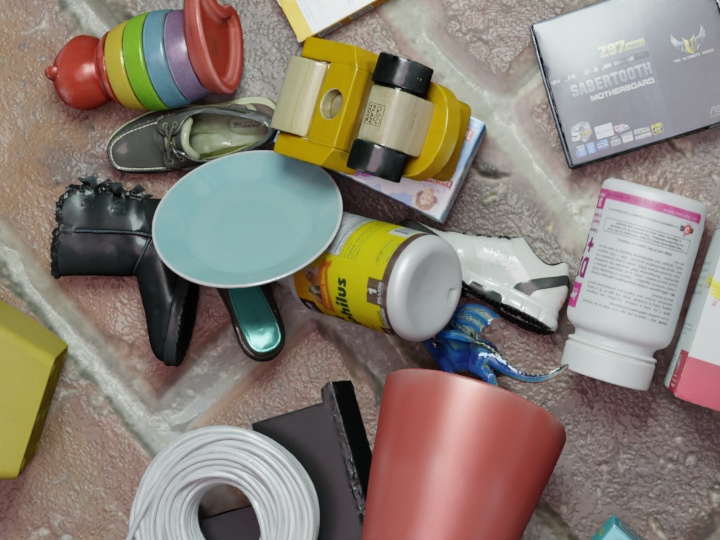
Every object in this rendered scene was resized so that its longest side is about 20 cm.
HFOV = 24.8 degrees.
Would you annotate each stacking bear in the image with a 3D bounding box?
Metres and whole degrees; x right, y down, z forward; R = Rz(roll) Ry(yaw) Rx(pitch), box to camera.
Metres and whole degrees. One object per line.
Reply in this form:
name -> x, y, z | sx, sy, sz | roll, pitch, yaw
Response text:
stacking bear -> -0.238, -0.225, 1.761 | 0.199, 0.121, 0.115 | -10, 74, 18

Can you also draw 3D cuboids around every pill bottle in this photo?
pill bottle -> 0.279, 0.015, 1.690 | 0.113, 0.113, 0.201 | 16, 92, 7
pill bottle -> 0.000, 0.000, 1.695 | 0.199, 0.109, 0.110 | 16, 93, 41

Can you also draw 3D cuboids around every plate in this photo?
plate -> -0.115, -0.048, 1.682 | 0.199, 0.026, 0.201 | -5, 45, 5

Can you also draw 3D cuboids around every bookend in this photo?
bookend -> -0.083, 0.242, 1.748 | 0.199, 0.092, 0.200 | -18, 83, 11

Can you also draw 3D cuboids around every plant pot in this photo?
plant pot -> -0.420, 0.123, 1.749 | 0.175, 0.200, 0.201 | 18, 92, -5
plant pot -> 0.093, 0.219, 1.648 | 0.199, 0.201, 0.178 | 16, 70, 7

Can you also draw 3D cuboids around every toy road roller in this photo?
toy road roller -> 0.020, -0.152, 1.667 | 0.199, 0.146, 0.124 | 19, 93, 44

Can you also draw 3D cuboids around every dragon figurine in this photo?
dragon figurine -> 0.112, 0.075, 1.706 | 0.199, 0.059, 0.100 | 4, 122, 42

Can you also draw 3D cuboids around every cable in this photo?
cable -> -0.138, 0.260, 1.678 | 0.199, 0.069, 0.201 | 18, 91, 13

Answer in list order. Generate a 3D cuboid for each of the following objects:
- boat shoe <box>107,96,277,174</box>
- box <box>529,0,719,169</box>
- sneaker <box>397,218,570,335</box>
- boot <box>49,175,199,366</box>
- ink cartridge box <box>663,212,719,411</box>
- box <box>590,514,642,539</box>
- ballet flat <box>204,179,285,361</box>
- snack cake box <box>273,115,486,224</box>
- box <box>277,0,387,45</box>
boat shoe -> -0.183, -0.146, 1.768 | 0.199, 0.066, 0.072 | -10, 100, 7
box -> 0.292, -0.209, 1.719 | 0.199, 0.051, 0.159 | -16, 87, 7
sneaker -> 0.131, -0.008, 1.739 | 0.199, 0.074, 0.080 | 28, 77, 3
boot -> -0.256, -0.002, 1.778 | 0.161, 0.073, 0.200 | 6, 84, 5
ink cartridge box -> 0.408, 0.048, 1.657 | 0.144, 0.145, 0.201 | 17, 93, 7
box -> 0.218, 0.350, 1.715 | 0.049, 0.082, 0.200 | 41, 95, 7
ballet flat -> -0.133, 0.004, 1.758 | 0.068, 0.068, 0.201 | -13, 83, -9
snack cake box -> 0.022, -0.144, 1.745 | 0.199, 0.067, 0.116 | 25, 91, 6
box -> -0.004, -0.342, 1.763 | 0.199, 0.041, 0.120 | -27, 87, 4
